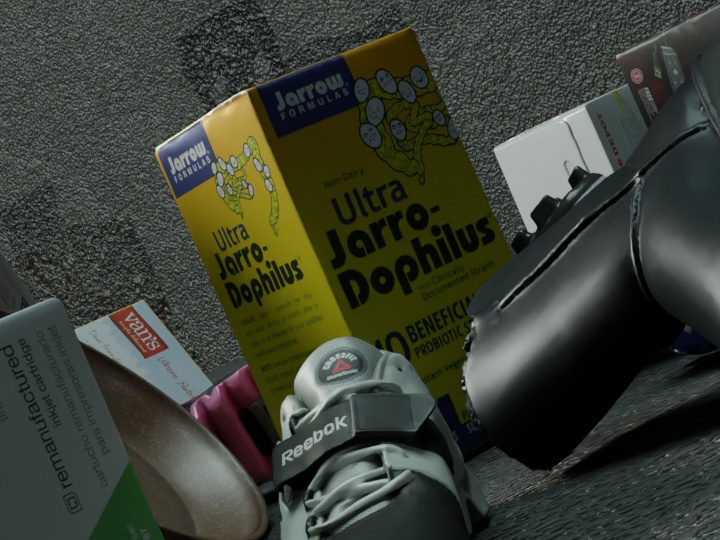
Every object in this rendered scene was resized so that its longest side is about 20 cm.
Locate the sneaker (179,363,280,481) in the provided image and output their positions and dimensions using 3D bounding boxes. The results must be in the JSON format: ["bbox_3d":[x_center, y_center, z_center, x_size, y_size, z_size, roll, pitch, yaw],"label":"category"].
[{"bbox_3d":[-0.079,0.095,1.021,0.198,0.080,0.095,-23,9,-1],"label":"sneaker"}]

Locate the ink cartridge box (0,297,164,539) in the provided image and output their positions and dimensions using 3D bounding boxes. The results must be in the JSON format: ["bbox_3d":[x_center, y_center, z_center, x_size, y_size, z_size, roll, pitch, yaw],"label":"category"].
[{"bbox_3d":[-0.174,0.116,0.624,0.084,0.147,0.199,-21,4,45],"label":"ink cartridge box"}]

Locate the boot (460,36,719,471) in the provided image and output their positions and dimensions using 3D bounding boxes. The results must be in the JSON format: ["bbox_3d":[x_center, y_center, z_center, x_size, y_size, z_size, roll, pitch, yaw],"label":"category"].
[{"bbox_3d":[0.111,0.024,0.641,0.168,0.076,0.201,-50,23,29],"label":"boot"}]

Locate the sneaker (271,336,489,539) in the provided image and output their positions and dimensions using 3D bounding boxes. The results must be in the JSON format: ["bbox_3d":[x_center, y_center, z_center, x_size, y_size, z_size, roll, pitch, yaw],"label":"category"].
[{"bbox_3d":[-0.003,0.071,0.599,0.074,0.089,0.200,-22,3,5],"label":"sneaker"}]

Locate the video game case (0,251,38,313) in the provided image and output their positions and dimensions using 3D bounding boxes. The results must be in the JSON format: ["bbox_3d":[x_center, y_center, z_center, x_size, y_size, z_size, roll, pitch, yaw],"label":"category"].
[{"bbox_3d":[-0.210,0.059,0.938,0.023,0.183,0.201,-13,-39,9],"label":"video game case"}]

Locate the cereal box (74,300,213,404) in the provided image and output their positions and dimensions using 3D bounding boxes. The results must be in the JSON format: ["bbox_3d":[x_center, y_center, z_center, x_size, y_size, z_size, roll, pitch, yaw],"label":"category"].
[{"bbox_3d":[-0.179,0.111,1.092,0.199,0.144,0.040,-24,-31,-34],"label":"cereal box"}]

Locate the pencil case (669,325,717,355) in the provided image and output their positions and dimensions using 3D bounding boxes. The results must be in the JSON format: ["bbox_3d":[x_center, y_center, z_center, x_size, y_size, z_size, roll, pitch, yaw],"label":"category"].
[{"bbox_3d":[0.183,-0.013,0.728,0.087,0.078,0.200,-35,6,-24],"label":"pencil case"}]

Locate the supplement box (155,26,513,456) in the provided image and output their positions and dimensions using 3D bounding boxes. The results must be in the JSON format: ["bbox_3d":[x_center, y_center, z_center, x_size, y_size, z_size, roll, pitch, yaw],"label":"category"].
[{"bbox_3d":[0.000,0.000,0.873,0.108,0.201,0.109,-25,1,-34],"label":"supplement box"}]

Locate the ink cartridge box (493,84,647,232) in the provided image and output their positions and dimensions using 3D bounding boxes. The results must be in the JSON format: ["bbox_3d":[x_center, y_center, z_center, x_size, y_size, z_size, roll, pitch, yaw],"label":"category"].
[{"bbox_3d":[0.283,-0.126,2.072,0.144,0.146,0.199,-23,1,38],"label":"ink cartridge box"}]

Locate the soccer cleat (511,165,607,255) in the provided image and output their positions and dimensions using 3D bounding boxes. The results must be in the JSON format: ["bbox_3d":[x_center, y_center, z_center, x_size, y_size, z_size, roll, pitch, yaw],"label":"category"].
[{"bbox_3d":[0.103,0.032,0.918,0.070,0.086,0.200,-39,-14,-35],"label":"soccer cleat"}]

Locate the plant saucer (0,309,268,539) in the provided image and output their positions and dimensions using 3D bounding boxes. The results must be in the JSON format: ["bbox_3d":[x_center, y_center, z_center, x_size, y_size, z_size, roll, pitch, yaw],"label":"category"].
[{"bbox_3d":[-0.138,0.088,0.877,0.037,0.200,0.200,-56,-4,8],"label":"plant saucer"}]

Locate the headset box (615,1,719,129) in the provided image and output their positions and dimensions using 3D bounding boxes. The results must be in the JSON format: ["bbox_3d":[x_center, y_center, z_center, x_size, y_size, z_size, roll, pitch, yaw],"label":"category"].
[{"bbox_3d":[0.241,-0.080,0.829,0.075,0.150,0.199,-26,3,-42],"label":"headset box"}]
